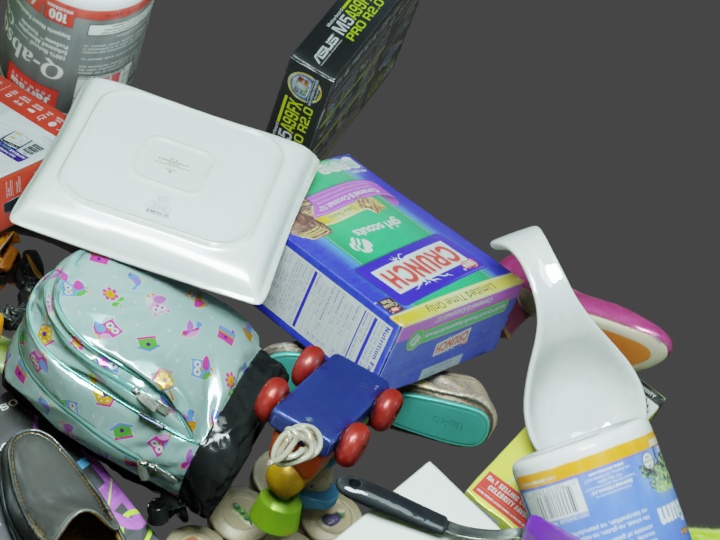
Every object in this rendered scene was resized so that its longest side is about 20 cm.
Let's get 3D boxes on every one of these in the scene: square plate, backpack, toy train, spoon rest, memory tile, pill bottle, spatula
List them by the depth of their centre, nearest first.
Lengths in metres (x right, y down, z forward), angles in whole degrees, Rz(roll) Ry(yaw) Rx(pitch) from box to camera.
[{"bbox_3d":[0.077,0.183,1.563,0.199,0.021,0.057,17,36,1],"label":"spatula"},{"bbox_3d":[-0.050,0.144,1.591,0.084,0.116,0.200,28,26,11],"label":"toy train"},{"bbox_3d":[0.195,0.220,1.641,0.112,0.112,0.201,-18,86,-29],"label":"pill bottle"},{"bbox_3d":[-0.162,0.074,1.646,0.200,0.127,0.167,32,33,-1],"label":"backpack"},{"bbox_3d":[-0.037,0.233,1.652,0.200,0.017,0.153,41,52,16],"label":"memory tile"},{"bbox_3d":[-0.143,-0.070,1.686,0.199,0.029,0.198,18,38,1],"label":"square plate"},{"bbox_3d":[0.157,0.062,1.713,0.099,0.061,0.201,-21,88,-10],"label":"spoon rest"},{"bbox_3d":[-0.235,-0.194,1.805,0.115,0.200,0.116,9,50,-11],"label":"pill bottle"}]

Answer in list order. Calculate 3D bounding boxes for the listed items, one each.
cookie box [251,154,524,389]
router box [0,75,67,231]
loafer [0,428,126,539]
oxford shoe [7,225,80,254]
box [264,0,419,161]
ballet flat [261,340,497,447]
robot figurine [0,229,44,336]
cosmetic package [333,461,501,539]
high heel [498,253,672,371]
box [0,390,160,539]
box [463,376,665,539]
[{"bbox_3d":[0.000,0.000,1.758,0.200,0.075,0.171,37,31,25],"label":"cookie box"},{"bbox_3d":[-0.336,-0.094,1.746,0.179,0.049,0.200,-29,44,-36],"label":"router box"},{"bbox_3d":[-0.196,0.186,1.556,0.073,0.072,0.200,-20,60,-28],"label":"loafer"},{"bbox_3d":[-0.228,-0.032,1.768,0.199,0.073,0.071,6,33,10],"label":"oxford shoe"},{"bbox_3d":[-0.014,-0.177,1.888,0.044,0.160,0.200,31,51,6],"label":"box"},{"bbox_3d":[0.012,0.091,1.758,0.199,0.068,0.067,19,30,-9],"label":"ballet flat"},{"bbox_3d":[-0.323,0.029,1.683,0.145,0.058,0.200,13,46,8],"label":"robot figurine"},{"bbox_3d":[0.000,0.240,1.579,0.085,0.108,0.200,43,54,17],"label":"cosmetic package"},{"bbox_3d":[0.187,0.026,1.807,0.200,0.067,0.096,6,44,45],"label":"high heel"},{"bbox_3d":[-0.244,0.185,1.613,0.143,0.036,0.200,-27,63,-33],"label":"box"},{"bbox_3d":[0.158,0.150,1.756,0.075,0.050,0.200,39,52,13],"label":"box"}]
